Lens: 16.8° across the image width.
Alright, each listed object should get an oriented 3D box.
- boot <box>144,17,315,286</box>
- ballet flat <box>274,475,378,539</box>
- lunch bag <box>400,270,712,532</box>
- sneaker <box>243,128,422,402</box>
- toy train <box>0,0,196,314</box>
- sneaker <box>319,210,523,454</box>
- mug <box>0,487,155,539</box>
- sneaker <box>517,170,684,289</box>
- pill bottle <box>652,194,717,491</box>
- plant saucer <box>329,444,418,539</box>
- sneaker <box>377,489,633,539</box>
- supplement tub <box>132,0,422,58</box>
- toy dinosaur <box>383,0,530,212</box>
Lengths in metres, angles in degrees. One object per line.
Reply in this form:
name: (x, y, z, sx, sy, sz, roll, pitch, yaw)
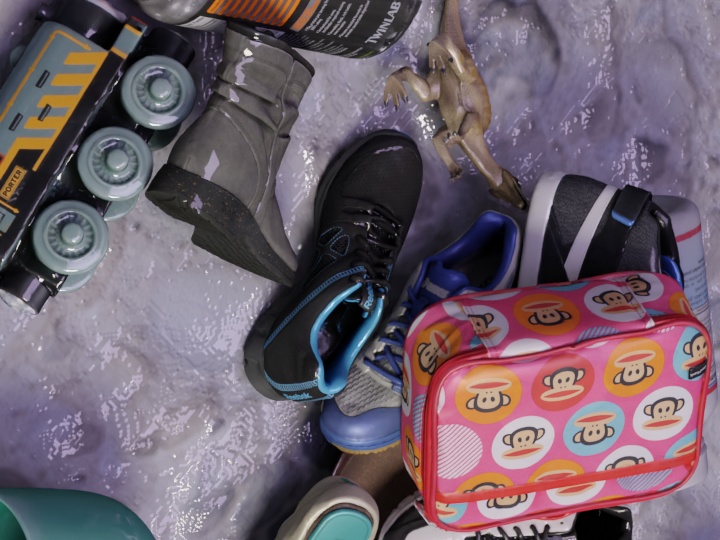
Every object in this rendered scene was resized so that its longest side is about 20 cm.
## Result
boot: (-0.059, -0.072, 1.516, 0.131, 0.068, 0.200, -64, 161, -9)
ballet flat: (-0.056, 0.217, 1.605, 0.069, 0.069, 0.200, 28, 105, -34)
lunch bag: (0.125, 0.095, 1.592, 0.200, 0.082, 0.176, -9, 128, -13)
sneaker: (0.000, 0.000, 1.611, 0.073, 0.082, 0.200, 30, 77, -30)
toy train: (-0.181, -0.075, 1.470, 0.114, 0.085, 0.200, 31, 75, -6)
sneaker: (0.039, 0.035, 1.631, 0.200, 0.075, 0.088, -48, 154, -30)
mug: (-0.192, 0.213, 1.481, 0.114, 0.185, 0.152, 5, 69, -37)
sneaker: (0.160, 0.039, 1.647, 0.073, 0.112, 0.200, -32, 131, -64)
pill bottle: (0.198, 0.053, 1.738, 0.109, 0.109, 0.200, -15, 105, -32)
plant saucer: (0.045, 0.176, 1.693, 0.200, 0.037, 0.201, -5, 99, -33)
sneaker: (0.101, 0.180, 1.664, 0.200, 0.080, 0.074, -13, 105, -31)
supplement tub: (-0.065, -0.205, 1.515, 0.200, 0.122, 0.123, 8, 91, -35)
toy dinosaur: (0.062, -0.132, 1.658, 0.101, 0.058, 0.200, -7, 84, -59)
